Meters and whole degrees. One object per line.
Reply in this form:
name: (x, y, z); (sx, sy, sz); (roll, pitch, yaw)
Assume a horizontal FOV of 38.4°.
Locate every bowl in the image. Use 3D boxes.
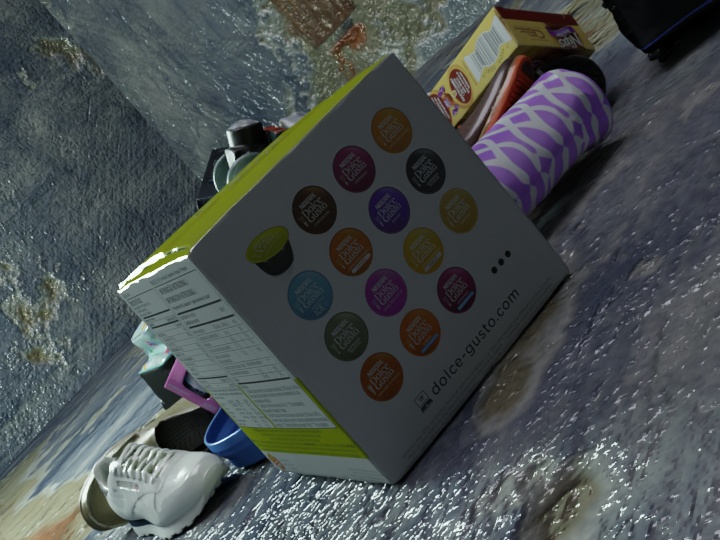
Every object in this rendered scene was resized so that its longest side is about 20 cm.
bowl: (-0.062, 0.103, 0.971); (0.200, 0.039, 0.201); (-42, 10, 9)

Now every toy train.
toy train: (-0.053, -0.036, 0.888); (0.113, 0.203, 0.085); (-17, 13, -17)

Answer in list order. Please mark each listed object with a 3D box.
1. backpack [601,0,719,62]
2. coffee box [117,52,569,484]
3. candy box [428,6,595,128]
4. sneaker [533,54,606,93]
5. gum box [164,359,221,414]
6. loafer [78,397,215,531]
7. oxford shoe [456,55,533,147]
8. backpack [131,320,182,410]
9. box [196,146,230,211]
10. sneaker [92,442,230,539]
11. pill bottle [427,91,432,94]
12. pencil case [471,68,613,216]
backpack: (0.309, -0.312, 0.991); (0.182, 0.135, 0.200); (-37, 8, 22)
coffee box: (-0.020, 0.007, 0.735); (0.200, 0.198, 0.199); (-46, 13, -23)
candy box: (0.131, -0.173, 1.052); (0.116, 0.057, 0.200); (-6, -33, -39)
sneaker: (0.150, -0.131, 1.028); (0.200, 0.076, 0.115); (-44, 7, -5)
gum box: (-0.128, 0.042, 1.077); (0.114, 0.066, 0.201); (-59, 5, 50)
loafer: (-0.216, 0.194, 1.087); (0.200, 0.076, 0.067); (-45, 4, -10)
oxford shoe: (0.090, -0.107, 0.930); (0.202, 0.072, 0.071); (-63, -27, 5)
backpack: (-0.168, 0.067, 1.236); (0.199, 0.154, 0.176); (-38, 3, -24)
box: (-0.062, -0.094, 1.062); (0.197, 0.052, 0.158); (-10, 24, 2)
sneaker: (-0.194, 0.199, 0.972); (0.199, 0.081, 0.076); (-29, 15, 50)
pill bottle: (0.058, -0.120, 1.219); (0.200, 0.113, 0.113); (-49, 12, -36)
pencil case: (0.131, -0.079, 0.852); (0.200, 0.086, 0.083); (-47, 27, -24)
